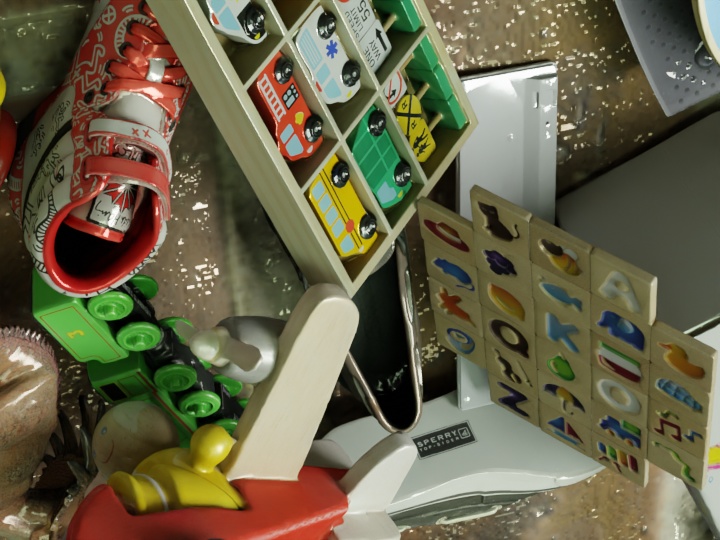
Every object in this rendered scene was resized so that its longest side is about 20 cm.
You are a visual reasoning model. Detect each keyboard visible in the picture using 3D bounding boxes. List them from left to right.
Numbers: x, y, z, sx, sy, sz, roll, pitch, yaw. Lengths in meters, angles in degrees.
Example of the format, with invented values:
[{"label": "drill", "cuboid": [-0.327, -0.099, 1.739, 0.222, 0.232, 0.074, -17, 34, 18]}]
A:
[{"label": "keyboard", "cuboid": [0.077, -0.015, 1.032, 0.056, 0.011, 0.202, -8, 120, -11]}]

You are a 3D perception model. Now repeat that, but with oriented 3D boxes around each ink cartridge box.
[{"label": "ink cartridge box", "cuboid": [0.215, 0.036, 1.044, 0.144, 0.146, 0.201, -27, 129, 4]}]

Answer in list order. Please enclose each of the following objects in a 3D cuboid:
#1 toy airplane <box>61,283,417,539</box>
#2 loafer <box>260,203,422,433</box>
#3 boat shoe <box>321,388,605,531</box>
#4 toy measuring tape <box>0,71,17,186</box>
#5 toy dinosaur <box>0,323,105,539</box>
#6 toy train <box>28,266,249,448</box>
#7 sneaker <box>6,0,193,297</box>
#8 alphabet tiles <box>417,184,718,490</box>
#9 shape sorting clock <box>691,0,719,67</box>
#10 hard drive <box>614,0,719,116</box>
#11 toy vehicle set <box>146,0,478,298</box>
[{"label": "toy airplane", "cuboid": [-0.069, 0.111, 0.956, 0.200, 0.141, 0.200, -47, 157, -15]}, {"label": "loafer", "cuboid": [0.000, 0.000, 0.996, 0.071, 0.063, 0.201, -22, 129, -4]}, {"label": "boat shoe", "cuboid": [0.059, 0.106, 1.099, 0.198, 0.071, 0.064, -8, 153, -19]}, {"label": "toy measuring tape", "cuboid": [-0.213, -0.043, 0.908, 0.073, 0.074, 0.200, 16, 141, -28]}, {"label": "toy dinosaur", "cuboid": [-0.178, 0.076, 0.965, 0.134, 0.086, 0.201, -4, 138, -17]}, {"label": "toy train", "cuboid": [-0.107, 0.052, 0.996, 0.056, 0.042, 0.200, -17, 143, 13]}, {"label": "sneaker", "cuboid": [-0.096, -0.082, 0.874, 0.067, 0.108, 0.202, 20, 117, -30]}, {"label": "alphabet tiles", "cuboid": [0.102, 0.038, 0.962, 0.006, 0.166, 0.201, -50, 154, -23]}, {"label": "shape sorting clock", "cuboid": [0.244, -0.169, 0.920, 0.198, 0.039, 0.202, -14, 127, -19]}, {"label": "hard drive", "cuboid": [0.172, -0.182, 0.934, 0.134, 0.042, 0.201, -26, 130, 1]}, {"label": "toy vehicle set", "cuboid": [-0.019, -0.100, 0.893, 0.125, 0.026, 0.201, -54, 135, -27]}]
